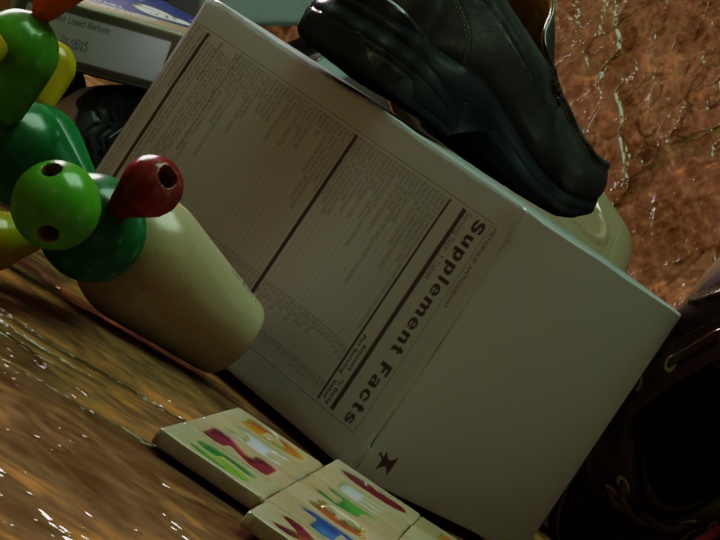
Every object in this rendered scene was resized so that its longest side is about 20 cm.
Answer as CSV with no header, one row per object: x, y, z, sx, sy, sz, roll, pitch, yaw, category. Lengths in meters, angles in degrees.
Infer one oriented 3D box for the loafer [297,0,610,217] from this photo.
0.055,-0.077,0.914,0.073,0.072,0.200,34,1,31,loafer

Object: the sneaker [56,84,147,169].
-0.107,-0.042,1.033,0.077,0.076,0.200,15,-4,12,sneaker

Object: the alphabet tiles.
0.022,0.089,0.668,0.166,0.006,0.200,33,2,5,alphabet tiles

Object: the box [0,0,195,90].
-0.149,-0.122,1.005,0.121,0.032,0.200,12,12,-42,box

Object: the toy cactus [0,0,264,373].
-0.094,-0.034,0.781,0.165,0.102,0.200,43,-11,-27,toy cactus

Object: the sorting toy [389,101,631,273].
0.070,-0.053,1.160,0.200,0.036,0.185,59,20,-10,sorting toy

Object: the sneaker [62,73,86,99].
-0.219,-0.123,1.124,0.104,0.060,0.200,40,8,28,sneaker

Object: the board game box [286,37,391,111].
-0.012,-0.033,1.178,0.200,0.064,0.148,-131,-161,-76,board game box

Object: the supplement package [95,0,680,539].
0.000,0.000,0.889,0.109,0.114,0.200,30,5,-47,supplement package

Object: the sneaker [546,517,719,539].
0.101,0.094,1.066,0.200,0.074,0.087,40,-7,7,sneaker

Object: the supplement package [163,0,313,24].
-0.061,-0.181,1.172,0.109,0.114,0.200,10,9,31,supplement package

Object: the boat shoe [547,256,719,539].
0.121,0.063,0.897,0.070,0.200,0.070,26,46,-2,boat shoe
